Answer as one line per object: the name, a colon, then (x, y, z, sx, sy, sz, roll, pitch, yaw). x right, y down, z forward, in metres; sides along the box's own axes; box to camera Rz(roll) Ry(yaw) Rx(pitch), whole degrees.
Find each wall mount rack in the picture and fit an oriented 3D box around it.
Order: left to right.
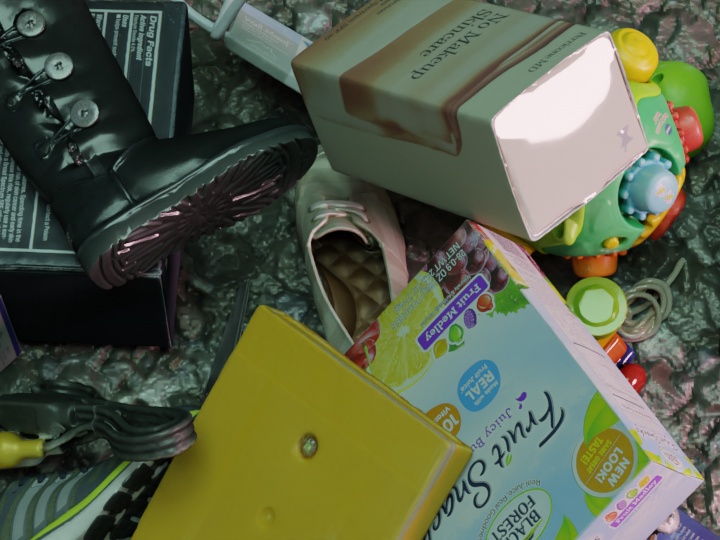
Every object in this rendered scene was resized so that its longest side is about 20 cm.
wall mount rack: (-0.025, -0.176, 1.488, 0.200, 0.075, 0.174, 31, 28, -10)

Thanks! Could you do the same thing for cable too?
cable: (-0.163, 0.100, 1.341, 0.199, 0.097, 0.051, 4, 105, 37)

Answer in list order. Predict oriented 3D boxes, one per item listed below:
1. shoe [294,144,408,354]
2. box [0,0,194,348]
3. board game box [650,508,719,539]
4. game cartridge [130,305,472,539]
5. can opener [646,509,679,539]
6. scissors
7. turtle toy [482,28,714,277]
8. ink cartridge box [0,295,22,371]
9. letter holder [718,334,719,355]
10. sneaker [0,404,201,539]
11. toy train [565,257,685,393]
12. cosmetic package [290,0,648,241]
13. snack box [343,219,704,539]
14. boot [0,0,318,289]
shoe: (0.000, 0.000, 1.437, 0.070, 0.053, 0.201, -11, 66, -5)
box: (-0.212, -0.064, 1.425, 0.197, 0.123, 0.201, 3, 65, 2)
board game box: (0.141, 0.221, 1.327, 0.135, 0.035, 0.200, 36, 60, 12)
game cartridge: (-0.045, 0.146, 1.280, 0.176, 0.032, 0.201, 35, 99, 39)
can opener: (0.134, 0.189, 1.298, 0.063, 0.078, 0.201, 41, 55, -31)
scissors: (-0.093, 0.101, 1.415, 0.073, 0.014, 0.200, 25, 67, 13)
turtle toy: (0.168, -0.075, 1.430, 0.101, 0.146, 0.200, 33, 46, -2)
ink cartridge box: (-0.299, 0.090, 1.370, 0.039, 0.100, 0.200, 40, 71, 17)
letter holder: (0.315, -0.045, 1.436, 0.141, 0.101, 0.201, 7, 66, 0)
sneaker: (-0.176, 0.145, 1.355, 0.200, 0.074, 0.081, -39, 51, -10)
toy train: (0.146, 0.036, 1.388, 0.085, 0.116, 0.200, 38, 71, 15)
cosmetic package: (0.061, -0.099, 1.320, 0.103, 0.087, 0.200, -38, 34, -24)
snack box: (0.073, 0.101, 1.265, 0.169, 0.068, 0.200, -48, 54, 16)
boot: (-0.144, -0.108, 1.351, 0.164, 0.066, 0.200, -28, 64, -15)
